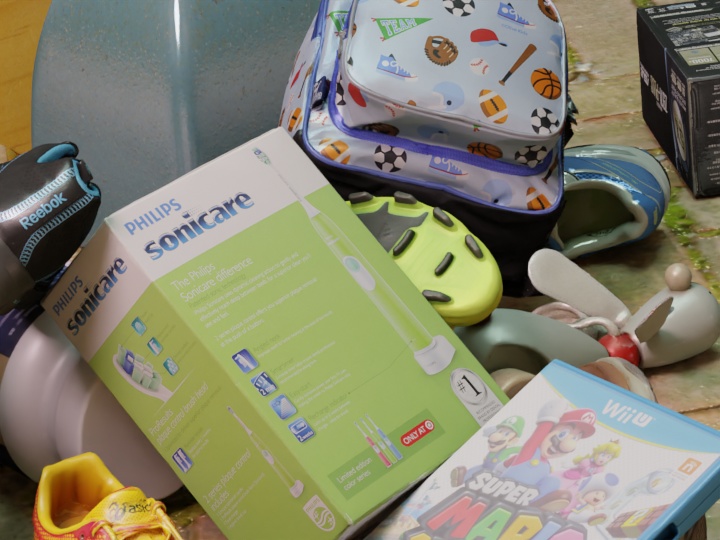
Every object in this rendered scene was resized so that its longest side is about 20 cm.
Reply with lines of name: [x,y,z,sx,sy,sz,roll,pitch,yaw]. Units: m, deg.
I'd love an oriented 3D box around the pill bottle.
pill bottle: [-0.171,0.056,1.592,0.115,0.116,0.200,-22,27,-34]

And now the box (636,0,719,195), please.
box: [0.303,-0.129,1.959,0.199,0.086,0.164,-8,22,-5]

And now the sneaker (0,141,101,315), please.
sneaker: [-0.168,-0.026,1.491,0.082,0.073,0.200,-38,11,0]

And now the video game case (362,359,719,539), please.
video game case: [0.073,0.131,1.382,0.200,0.018,0.143,-42,35,-19]

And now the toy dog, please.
toy dog: [0.112,0.028,1.615,0.132,0.097,0.200,10,27,33]

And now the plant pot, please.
plant pot: [-0.103,-0.129,1.911,0.195,0.201,0.196,-23,28,-35]

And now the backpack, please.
backpack: [0.040,-0.105,1.724,0.199,0.154,0.191,17,43,-13]

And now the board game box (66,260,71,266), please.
board game box: [-0.288,0.024,1.794,0.199,0.041,0.199,-19,26,-29]

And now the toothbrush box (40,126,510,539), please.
toothbrush box: [-0.041,0.045,1.484,0.145,0.200,0.086,-32,-11,-45]

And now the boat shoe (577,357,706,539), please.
boat shoe: [0.122,0.102,1.467,0.071,0.076,0.200,-10,21,-4]

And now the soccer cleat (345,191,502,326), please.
soccer cleat: [0.000,-0.001,1.586,0.200,0.084,0.065,13,58,34]

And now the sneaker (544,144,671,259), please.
sneaker: [0.097,-0.045,1.820,0.199,0.076,0.077,-5,18,6]

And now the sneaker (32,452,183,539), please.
sneaker: [-0.108,0.153,1.393,0.073,0.077,0.200,-19,32,-31]

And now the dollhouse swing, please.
dollhouse swing: [-0.235,-0.197,2.104,0.181,0.201,0.176,-19,26,-28]
